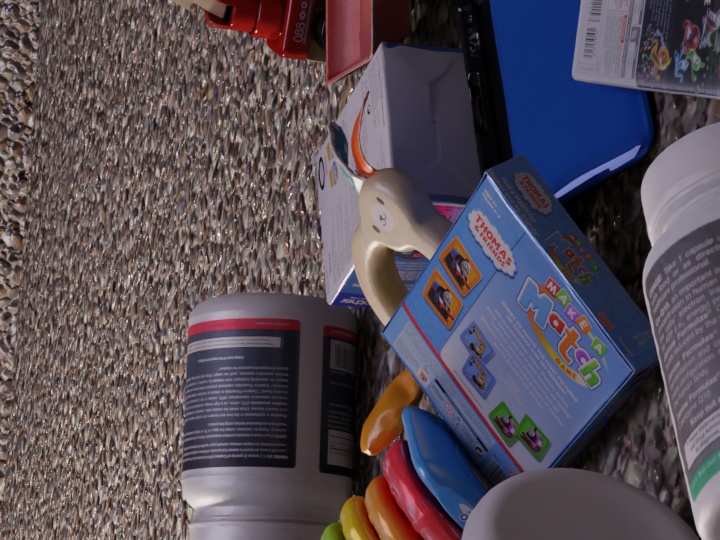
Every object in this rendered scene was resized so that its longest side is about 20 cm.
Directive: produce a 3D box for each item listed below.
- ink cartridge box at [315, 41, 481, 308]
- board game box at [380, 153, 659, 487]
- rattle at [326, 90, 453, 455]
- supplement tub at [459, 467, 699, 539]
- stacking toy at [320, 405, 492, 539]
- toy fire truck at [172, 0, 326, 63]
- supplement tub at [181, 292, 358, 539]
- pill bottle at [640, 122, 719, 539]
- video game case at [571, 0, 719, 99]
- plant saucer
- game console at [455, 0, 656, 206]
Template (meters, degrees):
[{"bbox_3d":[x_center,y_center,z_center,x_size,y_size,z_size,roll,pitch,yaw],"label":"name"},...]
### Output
[{"bbox_3d":[0.022,-0.060,1.790,0.200,0.076,0.137,125,146,-54],"label":"ink cartridge box"},{"bbox_3d":[0.097,0.044,1.480,0.151,0.037,0.200,54,148,15],"label":"board game box"},{"bbox_3d":[0.000,0.000,1.625,0.200,0.143,0.130,62,163,-19],"label":"rattle"},{"bbox_3d":[0.103,0.226,1.342,0.145,0.144,0.200,-107,27,-49],"label":"supplement tub"},{"bbox_3d":[0.004,0.196,1.562,0.200,0.116,0.110,-38,21,10],"label":"stacking toy"},{"bbox_3d":[-0.092,-0.275,2.006,0.129,0.200,0.176,-134,51,-67],"label":"toy fire truck"},{"bbox_3d":[-0.074,0.125,1.936,0.140,0.140,0.201,153,121,-69],"label":"supplement tub"},{"bbox_3d":[0.198,0.032,1.150,0.113,0.113,0.200,117,152,-50],"label":"pill bottle"},{"bbox_3d":[0.185,-0.202,1.376,0.182,0.023,0.201,-162,78,-65],"label":"video game case"},{"bbox_3d":[0.006,-0.252,1.848,0.200,0.037,0.200,170,100,-80],"label":"plant saucer"},{"bbox_3d":[0.133,-0.104,1.553,0.171,0.118,0.200,65,-163,-57],"label":"game console"}]
